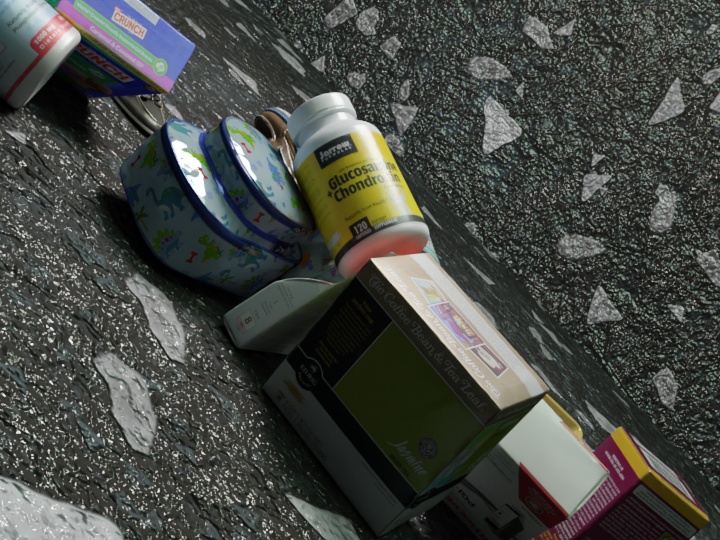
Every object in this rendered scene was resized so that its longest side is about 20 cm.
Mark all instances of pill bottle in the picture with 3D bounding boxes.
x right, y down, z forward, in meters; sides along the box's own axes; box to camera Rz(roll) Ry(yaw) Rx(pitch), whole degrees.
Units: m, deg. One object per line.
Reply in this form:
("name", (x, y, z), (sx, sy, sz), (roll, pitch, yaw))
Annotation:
("pill bottle", (-0.404, -0.276, 1.235), (0.200, 0.109, 0.109), (42, 12, -16))
("pill bottle", (-0.010, -0.097, 1.326), (0.112, 0.112, 0.201), (20, 41, -64))

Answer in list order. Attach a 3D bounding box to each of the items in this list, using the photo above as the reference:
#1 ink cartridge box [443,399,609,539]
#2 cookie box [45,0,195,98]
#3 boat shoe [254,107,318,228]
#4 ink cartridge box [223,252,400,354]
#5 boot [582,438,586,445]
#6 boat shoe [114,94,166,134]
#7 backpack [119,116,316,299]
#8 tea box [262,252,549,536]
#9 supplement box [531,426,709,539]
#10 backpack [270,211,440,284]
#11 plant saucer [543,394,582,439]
("ink cartridge box", (0.166, 0.228, 1.324), (0.147, 0.083, 0.200), (47, -30, 8))
("cookie box", (-0.324, -0.282, 1.391), (0.199, 0.076, 0.171), (7, -23, 49))
("boat shoe", (-0.097, -0.128, 1.433), (0.073, 0.072, 0.200), (97, -29, -44))
("ink cartridge box", (-0.031, 0.025, 1.290), (0.057, 0.199, 0.162), (59, 15, 18))
("boot", (0.321, 0.299, 1.908), (0.201, 0.073, 0.150), (58, 16, 26))
("boat shoe", (-0.315, -0.265, 1.627), (0.200, 0.057, 0.067), (53, 14, 32))
("backpack", (-0.159, -0.081, 1.302), (0.200, 0.147, 0.184), (18, 39, -58))
("tea box", (0.045, 0.121, 1.196), (0.200, 0.197, 0.133), (50, 26, 18))
("supplement box", (0.315, 0.322, 1.484), (0.131, 0.200, 0.103), (40, 13, -25))
("backpack", (0.000, 0.000, 1.478), (0.176, 0.199, 0.154), (31, 28, -53))
("plant saucer", (0.241, 0.246, 1.744), (0.200, 0.048, 0.200), (44, 33, -13))
